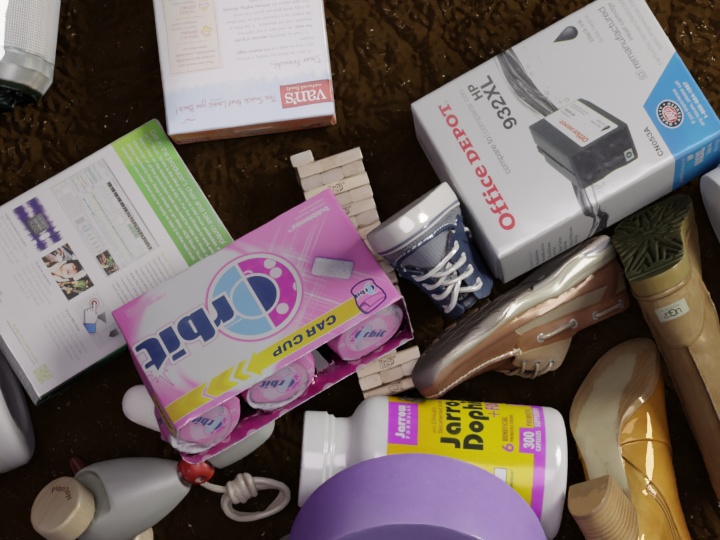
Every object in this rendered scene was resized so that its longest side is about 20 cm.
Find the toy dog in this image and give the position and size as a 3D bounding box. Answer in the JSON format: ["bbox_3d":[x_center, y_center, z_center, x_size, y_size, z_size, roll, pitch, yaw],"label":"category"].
[{"bbox_3d":[-0.160,0.147,1.413,0.199,0.132,0.097,-21,47,-5],"label":"toy dog"}]

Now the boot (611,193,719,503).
[{"bbox_3d":[0.258,0.060,1.411,0.066,0.175,0.201,-19,110,20],"label":"boot"}]

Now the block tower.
[{"bbox_3d":[0.000,0.000,1.438,0.057,0.054,0.202,-18,86,-1],"label":"block tower"}]

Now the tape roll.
[{"bbox_3d":[0.040,0.238,1.324,0.198,0.085,0.201,2,120,4],"label":"tape roll"}]

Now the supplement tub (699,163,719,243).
[{"bbox_3d":[0.375,-0.064,1.392,0.199,0.145,0.146,-27,86,-1],"label":"supplement tub"}]

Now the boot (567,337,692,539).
[{"bbox_3d":[0.220,0.166,1.414,0.070,0.202,0.144,-16,126,33],"label":"boot"}]

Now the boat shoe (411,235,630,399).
[{"bbox_3d":[0.130,0.048,1.407,0.199,0.076,0.072,-32,97,-18],"label":"boat shoe"}]

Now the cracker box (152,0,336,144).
[{"bbox_3d":[-0.096,-0.208,1.452,0.133,0.058,0.202,-6,85,1],"label":"cracker box"}]

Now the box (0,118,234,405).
[{"bbox_3d":[-0.204,-0.008,1.421,0.199,0.036,0.145,-32,86,-19],"label":"box"}]

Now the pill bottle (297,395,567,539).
[{"bbox_3d":[0.053,0.150,1.397,0.198,0.104,0.105,4,86,-2],"label":"pill bottle"}]

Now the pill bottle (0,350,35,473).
[{"bbox_3d":[-0.361,0.127,1.405,0.199,0.112,0.113,-19,86,0],"label":"pill bottle"}]

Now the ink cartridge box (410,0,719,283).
[{"bbox_3d":[0.158,-0.105,1.417,0.199,0.084,0.146,-29,75,-1],"label":"ink cartridge box"}]

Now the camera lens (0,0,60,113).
[{"bbox_3d":[-0.308,-0.228,1.405,0.158,0.160,0.202,5,86,1],"label":"camera lens"}]

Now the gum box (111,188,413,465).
[{"bbox_3d":[-0.076,0.043,1.346,0.199,0.066,0.114,-30,59,-6],"label":"gum box"}]

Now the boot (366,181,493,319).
[{"bbox_3d":[0.062,-0.010,1.366,0.072,0.200,0.091,-33,89,10],"label":"boot"}]

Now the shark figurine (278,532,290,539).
[{"bbox_3d":[0.019,0.226,1.407,0.213,0.090,0.129,24,85,1],"label":"shark figurine"}]
